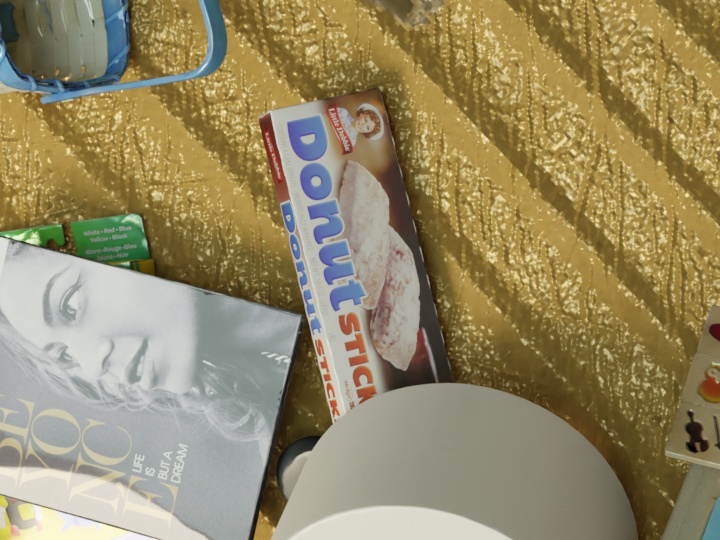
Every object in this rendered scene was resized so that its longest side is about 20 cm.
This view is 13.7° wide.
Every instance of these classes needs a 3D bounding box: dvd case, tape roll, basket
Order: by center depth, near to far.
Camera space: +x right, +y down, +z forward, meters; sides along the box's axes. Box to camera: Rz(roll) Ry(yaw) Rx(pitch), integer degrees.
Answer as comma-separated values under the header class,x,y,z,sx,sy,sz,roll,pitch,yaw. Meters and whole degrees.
class,x,y,z,sx,sy,sz,roll,pitch,yaw
tape roll,0.045,0.180,1.632,0.202,0.139,0.203,6,118,11
basket,-0.176,-0.177,1.712,0.200,0.139,0.177,-14,88,27
dvd case,-0.144,0.073,1.732,0.200,0.016,0.149,15,96,12

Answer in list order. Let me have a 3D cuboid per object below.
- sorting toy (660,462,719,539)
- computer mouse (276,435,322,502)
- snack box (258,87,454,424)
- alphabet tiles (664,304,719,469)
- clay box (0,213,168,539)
class,x,y,z,sx,sy,sz,roll,pitch,yaw
sorting toy,0.260,0.137,1.587,0.185,0.037,0.200,17,54,15
computer mouse,0.044,0.149,1.724,0.200,0.034,0.059,27,114,7
snack box,0.000,0.000,1.709,0.072,0.024,0.200,-14,89,-23
alphabet tiles,0.272,0.082,1.603,0.200,0.008,0.167,13,58,14
clay box,-0.172,0.072,1.772,0.115,0.048,0.200,-8,91,16
